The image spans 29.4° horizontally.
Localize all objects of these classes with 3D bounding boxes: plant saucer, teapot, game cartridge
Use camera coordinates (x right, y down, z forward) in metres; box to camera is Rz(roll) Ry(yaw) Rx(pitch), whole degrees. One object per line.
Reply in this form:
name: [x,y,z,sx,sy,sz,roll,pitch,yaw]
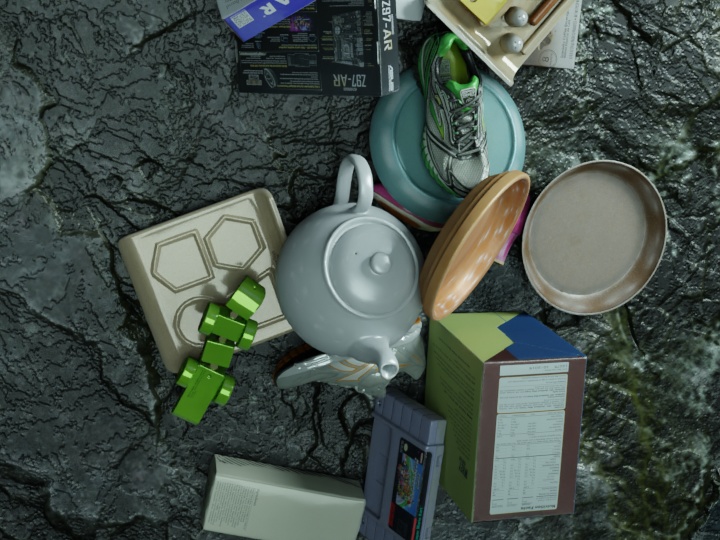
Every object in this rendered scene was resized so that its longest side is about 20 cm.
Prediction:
plant saucer: [0.110,-0.157,1.652,0.199,0.027,0.202,1,86,-14]
teapot: [0.000,0.000,1.609,0.200,0.146,0.198,41,67,-6]
game cartridge: [0.050,0.262,1.733,0.038,0.130,0.201,0,105,-29]
plant saucer: [0.291,-0.043,1.731,0.199,0.032,0.202,-5,107,-17]
plant saucer: [0.127,-0.034,1.591,0.037,0.200,0.201,33,98,16]

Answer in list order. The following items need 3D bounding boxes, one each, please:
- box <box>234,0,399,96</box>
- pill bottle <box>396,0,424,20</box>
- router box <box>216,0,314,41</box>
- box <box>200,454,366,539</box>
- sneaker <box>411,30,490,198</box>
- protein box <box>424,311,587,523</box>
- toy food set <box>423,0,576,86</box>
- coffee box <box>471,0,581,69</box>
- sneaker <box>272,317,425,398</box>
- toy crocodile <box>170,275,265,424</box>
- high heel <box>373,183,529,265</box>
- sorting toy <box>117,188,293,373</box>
box: [-0.054,-0.282,1.560,0.199,0.043,0.161,5,107,31]
pill bottle: [0.042,-0.394,1.569,0.113,0.114,0.201,8,104,-11]
router box: [-0.077,-0.375,1.506,0.199,0.180,0.049,-28,147,13]
box: [-0.099,0.298,1.750,0.199,0.068,0.083,13,102,-12]
sneaker: [0.109,-0.181,1.597,0.078,0.085,0.201,-14,90,-15]
protein box: [0.172,0.174,1.686,0.134,0.199,0.201,-1,105,-16]
toy food set: [0.185,-0.331,1.551,0.143,0.060,0.200,40,94,-16]
coffee box: [0.202,-0.344,1.624,0.112,0.080,0.201,4,103,-11]
sneaker: [-0.009,0.126,1.714,0.199,0.076,0.093,-17,103,-3]
toy crocodile: [-0.175,0.098,1.665,0.067,0.062,0.201,21,108,-11]
high heel: [0.112,-0.087,1.690,0.199,0.067,0.096,24,86,-8]
sorting toy: [-0.176,0.012,1.685,0.199,0.036,0.186,-19,106,1]
